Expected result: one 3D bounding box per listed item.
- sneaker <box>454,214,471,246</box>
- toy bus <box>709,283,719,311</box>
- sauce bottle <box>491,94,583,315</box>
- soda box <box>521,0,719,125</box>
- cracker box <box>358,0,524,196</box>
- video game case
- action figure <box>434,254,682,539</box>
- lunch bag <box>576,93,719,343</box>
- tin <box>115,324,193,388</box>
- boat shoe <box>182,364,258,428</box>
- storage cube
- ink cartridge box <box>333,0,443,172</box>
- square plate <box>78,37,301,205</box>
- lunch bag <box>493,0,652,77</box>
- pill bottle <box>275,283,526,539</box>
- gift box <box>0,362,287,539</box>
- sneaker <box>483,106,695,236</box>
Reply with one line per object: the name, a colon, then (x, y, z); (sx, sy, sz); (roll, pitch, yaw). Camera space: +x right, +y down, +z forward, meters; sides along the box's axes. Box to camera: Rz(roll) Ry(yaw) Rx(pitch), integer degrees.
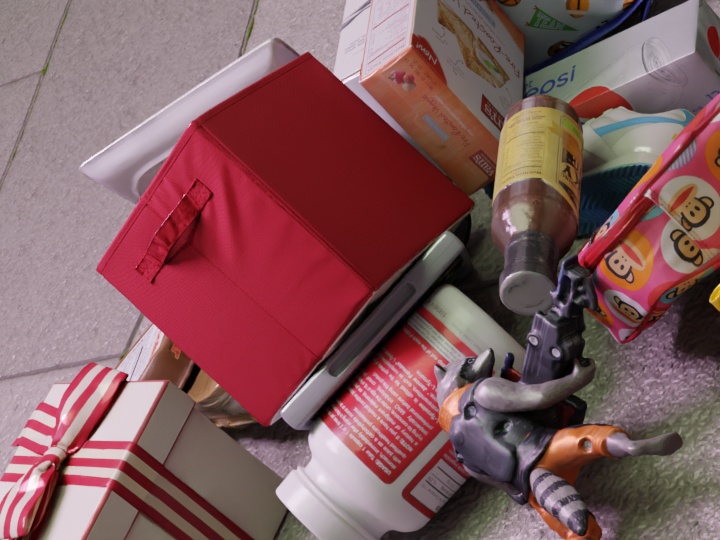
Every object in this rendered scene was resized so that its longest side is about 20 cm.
sneaker: (0.000, 0.000, 1.677); (0.200, 0.075, 0.115); (-48, 29, 1)
toy bus: (0.319, -0.014, 1.272); (0.200, 0.136, 0.192); (-52, 16, -11)
sauce bottle: (0.126, -0.046, 1.432); (0.065, 0.065, 0.200); (-28, 32, 29)
soda box: (0.202, -0.139, 1.593); (0.200, 0.063, 0.068); (-23, 40, 35)
cracker box: (0.069, -0.170, 1.593); (0.058, 0.134, 0.200); (-32, 28, 27)
video game case: (0.017, 0.050, 1.539); (0.182, 0.022, 0.200); (-47, -7, 0)
action figure: (0.120, 0.099, 1.325); (0.104, 0.201, 0.193); (-16, 32, -35)
lunch bag: (0.232, -0.041, 1.380); (0.200, 0.082, 0.176); (-44, -8, -16)
tin: (-0.198, 0.111, 1.751); (0.200, 0.042, 0.112); (-47, 22, 43)
boat shoe: (-0.112, 0.105, 1.701); (0.074, 0.069, 0.200); (-61, 12, -8)
storage cube: (-0.056, -0.024, 1.505); (0.171, 0.180, 0.200); (-52, -7, 36)
ink cartridge box: (0.059, -0.197, 1.752); (0.084, 0.144, 0.200); (-27, 36, 31)
square plate: (-0.096, -0.091, 1.645); (0.200, 0.198, 0.028); (-31, 57, 17)
lunch bag: (0.192, -0.282, 1.709); (0.200, 0.124, 0.170); (-31, 34, 39)
pill bottle: (0.036, 0.116, 1.465); (0.200, 0.112, 0.112); (-47, 31, 0)
gift box: (-0.201, 0.198, 1.593); (0.200, 0.187, 0.185); (-9, 47, 44)
sneaker: (0.179, -0.080, 1.557); (0.200, 0.077, 0.081); (-1, 44, 43)
